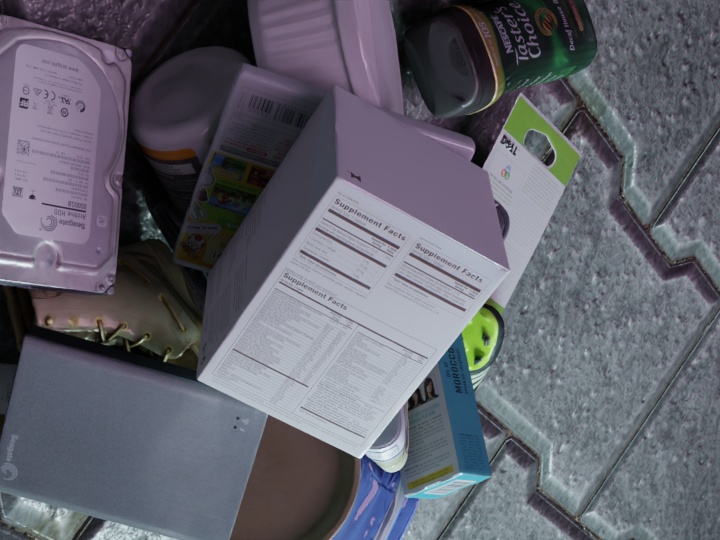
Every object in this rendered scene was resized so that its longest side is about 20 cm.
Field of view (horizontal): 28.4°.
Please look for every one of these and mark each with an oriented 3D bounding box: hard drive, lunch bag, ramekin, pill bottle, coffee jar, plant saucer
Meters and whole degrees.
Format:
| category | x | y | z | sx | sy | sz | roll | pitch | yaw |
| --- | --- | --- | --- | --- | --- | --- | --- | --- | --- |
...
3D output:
| category | x | y | z | sx | sy | sz | roll | pitch | yaw |
| --- | --- | --- | --- | --- | --- | --- | --- | --- | --- |
| hard drive | -0.184 | 0.135 | 1.132 | 0.198 | 0.033 | 0.141 | 16 | 110 | -5 |
| lunch bag | -0.032 | 0.248 | 1.465 | 0.132 | 0.135 | 0.201 | 33 | 85 | -48 |
| ramekin | -0.029 | -0.194 | 1.196 | 0.093 | 0.203 | 0.203 | -9 | 129 | 10 |
| hard drive | -0.246 | -0.087 | 1.098 | 0.139 | 0.038 | 0.202 | 10 | 82 | -45 |
| pill bottle | -0.110 | -0.083 | 1.226 | 0.116 | 0.116 | 0.201 | -43 | 136 | -17 |
| coffee jar | 0.136 | -0.218 | 1.383 | 0.199 | 0.085 | 0.105 | -25 | 95 | -37 |
| plant saucer | -0.098 | 0.186 | 1.362 | 0.200 | 0.200 | 0.029 | -41 | 177 | -19 |

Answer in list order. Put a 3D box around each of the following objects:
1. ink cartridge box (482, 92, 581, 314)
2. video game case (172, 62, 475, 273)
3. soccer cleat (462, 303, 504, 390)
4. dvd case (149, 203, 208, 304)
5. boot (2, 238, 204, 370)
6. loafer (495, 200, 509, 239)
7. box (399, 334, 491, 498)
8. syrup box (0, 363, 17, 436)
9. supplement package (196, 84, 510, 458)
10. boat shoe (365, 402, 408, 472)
| category | x | y | z | sx | sy | sz | roll | pitch | yaw |
| --- | --- | --- | --- | --- | --- | --- | --- | --- | --- |
| ink cartridge box | 0.131 | -0.074 | 1.490 | 0.148 | 0.075 | 0.201 | 34 | 82 | -47 |
| video game case | -0.032 | -0.057 | 1.151 | 0.198 | 0.023 | 0.183 | 16 | 120 | -14 |
| soccer cleat | 0.116 | 0.089 | 1.541 | 0.081 | 0.067 | 0.201 | -41 | 163 | -36 |
| dvd case | -0.112 | 0.044 | 1.270 | 0.016 | 0.149 | 0.200 | -36 | 134 | -2 |
| boot | -0.197 | 0.060 | 1.170 | 0.155 | 0.201 | 0.073 | -8 | 143 | -39 |
| loafer | 0.047 | -0.074 | 1.372 | 0.199 | 0.063 | 0.072 | 28 | 82 | -7 |
| box | 0.070 | 0.124 | 1.448 | 0.049 | 0.082 | 0.202 | 12 | 60 | -43 |
| syrup box | -0.220 | 0.139 | 1.209 | 0.198 | 0.079 | 0.082 | 5 | 113 | -14 |
| supplement package | -0.009 | 0.001 | 1.084 | 0.150 | 0.152 | 0.200 | 27 | 117 | -18 |
| boat shoe | 0.015 | 0.107 | 1.422 | 0.071 | 0.201 | 0.062 | -6 | 144 | 7 |
